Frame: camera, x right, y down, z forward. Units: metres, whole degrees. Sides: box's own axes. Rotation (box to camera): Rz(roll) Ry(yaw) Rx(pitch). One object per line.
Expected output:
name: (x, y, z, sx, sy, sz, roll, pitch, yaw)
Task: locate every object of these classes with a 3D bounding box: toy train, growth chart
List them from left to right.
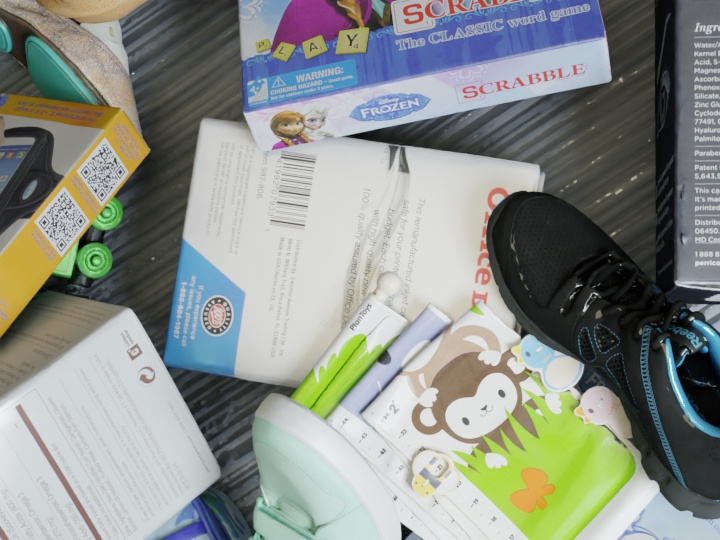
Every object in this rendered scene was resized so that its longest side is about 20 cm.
toy train: (-0.192, 0.039, 0.857, 0.056, 0.042, 0.201, 13, 88, -24)
growth chart: (0.061, 0.090, 0.754, 0.200, 0.018, 0.145, 32, 95, 6)

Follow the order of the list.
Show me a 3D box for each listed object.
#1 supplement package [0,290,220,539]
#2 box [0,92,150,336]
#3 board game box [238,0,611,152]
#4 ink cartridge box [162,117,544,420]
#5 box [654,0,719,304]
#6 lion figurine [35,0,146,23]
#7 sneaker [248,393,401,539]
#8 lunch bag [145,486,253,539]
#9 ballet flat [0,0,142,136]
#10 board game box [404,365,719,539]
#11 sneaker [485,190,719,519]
supplement package: (-0.200, 0.116, 0.758, 0.200, 0.117, 0.118, -37, 115, -26)
box: (-0.223, -0.018, 0.795, 0.119, 0.042, 0.200, 11, 53, 36)
board game box: (0.028, -0.176, 0.803, 0.199, 0.041, 0.200, -11, 57, 7)
ink cartridge box: (0.000, 0.000, 0.817, 0.199, 0.084, 0.145, 9, 88, 9)
box: (0.216, -0.083, 0.758, 0.104, 0.148, 0.201, 1, 87, 8)
lion figurine: (-0.117, -0.184, 0.792, 0.200, 0.072, 0.123, -30, 51, 13)
sneaker: (-0.040, 0.164, 0.714, 0.074, 0.201, 0.118, 23, 50, 40)
lunch bag: (-0.145, 0.225, 0.827, 0.200, 0.082, 0.161, -27, 80, 5)
ballet flat: (-0.192, -0.151, 0.868, 0.200, 0.068, 0.067, 42, 65, 7)
board game box: (0.134, 0.175, 0.764, 0.199, 0.043, 0.200, -47, 58, 8)
sneaker: (0.144, 0.028, 0.712, 0.073, 0.082, 0.200, -33, 74, -24)
